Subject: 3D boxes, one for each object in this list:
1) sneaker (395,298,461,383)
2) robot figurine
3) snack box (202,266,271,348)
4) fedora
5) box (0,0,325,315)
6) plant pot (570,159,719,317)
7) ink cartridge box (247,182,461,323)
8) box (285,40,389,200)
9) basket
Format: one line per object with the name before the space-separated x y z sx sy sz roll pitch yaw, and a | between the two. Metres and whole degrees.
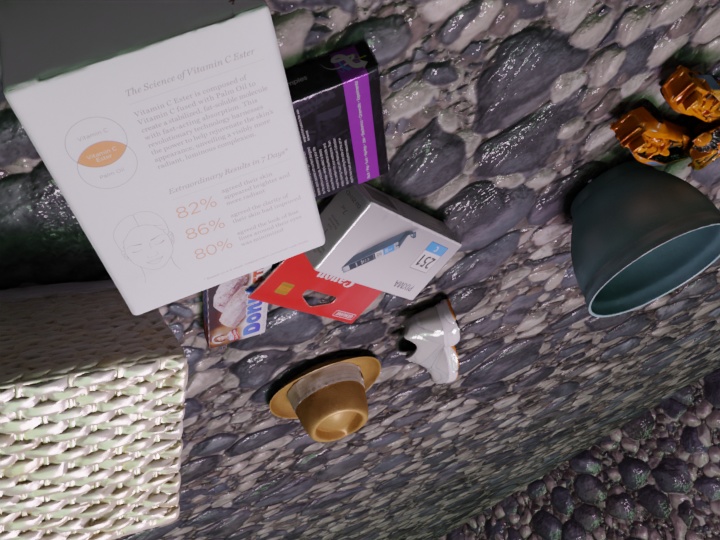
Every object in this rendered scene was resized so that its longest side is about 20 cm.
sneaker | 0.097 0.113 1.181 0.090 0.077 0.201 -14 145 -4
robot figurine | 0.376 -0.166 0.907 0.198 0.059 0.145 4 144 -44
snack box | -0.134 0.020 0.854 0.071 0.025 0.201 -17 152 -19
fedora | -0.043 0.205 1.201 0.197 0.083 0.202 -19 154 -10
box | -0.122 -0.092 0.524 0.150 0.107 0.202 -20 140 -8
plant pot | 0.350 -0.052 1.007 0.197 0.136 0.201 -19 153 -10
ink cartridge box | 0.000 0.000 0.876 0.177 0.045 0.199 -48 147 17
box | -0.074 -0.101 0.673 0.197 0.037 0.144 -23 153 -7
basket | -0.268 0.133 0.716 0.197 0.160 0.202 -7 117 -33
